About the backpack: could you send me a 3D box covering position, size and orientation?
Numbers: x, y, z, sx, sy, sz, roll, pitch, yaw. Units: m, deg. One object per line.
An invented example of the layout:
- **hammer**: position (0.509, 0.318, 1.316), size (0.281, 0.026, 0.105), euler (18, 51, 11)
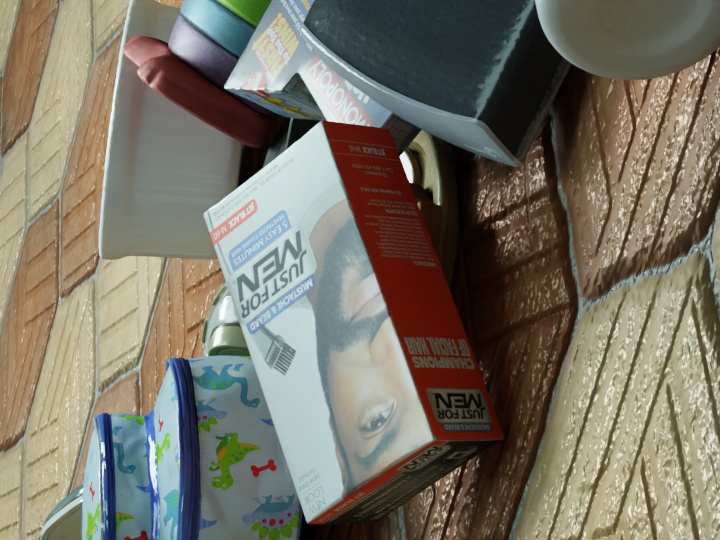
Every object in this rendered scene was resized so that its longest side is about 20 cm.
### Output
- **backpack**: position (-0.101, 0.156, 1.742), size (0.183, 0.147, 0.200), euler (-100, 16, -48)

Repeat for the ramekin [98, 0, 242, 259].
- **ramekin**: position (-0.136, -0.101, 2.081), size (0.200, 0.098, 0.201), euler (-172, 90, -87)

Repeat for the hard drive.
- **hard drive**: position (0.047, -0.148, 1.563), size (0.200, 0.042, 0.135), euler (33, 99, 49)

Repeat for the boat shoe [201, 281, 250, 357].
- **boat shoe**: position (-0.072, 0.056, 1.868), size (0.200, 0.075, 0.069), euler (113, 169, -68)

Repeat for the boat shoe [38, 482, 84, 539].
- **boat shoe**: position (-0.231, 0.203, 2.291), size (0.200, 0.073, 0.062), euler (122, 150, -59)

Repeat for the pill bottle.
- **pill bottle**: position (0.127, -0.194, 1.378), size (0.200, 0.104, 0.104), euler (-98, 26, -45)

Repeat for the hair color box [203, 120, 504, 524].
- **hair color box**: position (-0.007, 0.030, 1.562), size (0.111, 0.064, 0.200), euler (-36, 64, 36)

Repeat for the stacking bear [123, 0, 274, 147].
- **stacking bear**: position (-0.060, -0.197, 1.927), size (0.200, 0.114, 0.121), euler (-56, 20, 7)

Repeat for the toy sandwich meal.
- **toy sandwich meal**: position (0.000, 0.000, 1.703), size (0.205, 0.070, 0.206), euler (-168, 90, -72)

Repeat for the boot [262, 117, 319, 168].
- **boot**: position (-0.030, -0.092, 1.873), size (0.174, 0.069, 0.200), euler (-119, 50, -76)

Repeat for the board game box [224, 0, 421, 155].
- **board game box**: position (0.010, -0.149, 1.691), size (0.200, 0.062, 0.200), euler (-52, 40, 20)
